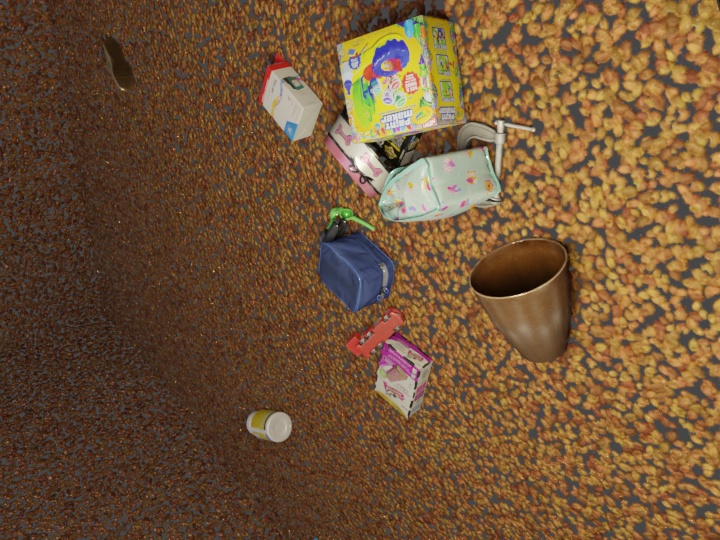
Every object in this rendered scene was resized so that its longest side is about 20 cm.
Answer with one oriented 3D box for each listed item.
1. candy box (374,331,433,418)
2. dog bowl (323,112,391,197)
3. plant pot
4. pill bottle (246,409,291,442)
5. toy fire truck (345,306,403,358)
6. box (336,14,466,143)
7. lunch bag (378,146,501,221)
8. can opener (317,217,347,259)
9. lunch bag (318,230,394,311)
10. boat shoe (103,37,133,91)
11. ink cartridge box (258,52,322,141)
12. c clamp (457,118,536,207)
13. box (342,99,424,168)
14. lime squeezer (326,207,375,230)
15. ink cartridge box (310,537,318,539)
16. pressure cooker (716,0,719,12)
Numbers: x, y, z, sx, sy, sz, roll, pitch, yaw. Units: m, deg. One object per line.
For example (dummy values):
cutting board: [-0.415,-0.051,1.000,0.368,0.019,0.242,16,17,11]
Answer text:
candy box: [0.113,0.286,1.653,0.136,0.061,0.201,35,137,32]
dog bowl: [-0.003,-0.248,1.349,0.074,0.200,0.201,-41,75,8]
plant pot: [0.331,0.073,1.175,0.186,0.187,0.201,6,131,49]
pill bottle: [-0.365,0.610,2.404,0.199,0.114,0.115,-10,104,53]
toy fire truck: [0.038,0.167,1.637,0.049,0.141,0.200,42,105,-8]
box: [0.080,-0.362,1.179,0.198,0.122,0.195,-4,100,38]
lunch bag: [0.147,-0.160,1.208,0.200,0.169,0.123,-21,86,62]
can opener: [-0.081,-0.082,1.633,0.079,0.063,0.200,47,156,4]
lunch bag: [0.000,0.000,1.552,0.200,0.132,0.137,44,142,32]
boat shoe: [-0.892,-0.749,2.241,0.064,0.071,0.202,-20,88,60]
ink cartridge box: [-0.193,-0.447,1.563,0.200,0.067,0.116,51,142,17]
c clamp: [0.251,-0.208,1.199,0.170,0.027,0.202,32,135,37]
box: [0.055,-0.350,1.334,0.200,0.049,0.160,47,143,19]
lime squeezer: [-0.044,-0.133,1.603,0.199,0.038,0.071,4,115,49]
ink cartridge box: [-0.207,1.285,2.606,0.201,0.147,0.145,54,143,12]
pressure cooker: [0.495,-0.361,0.669,0.178,0.177,0.199,41,158,-30]
